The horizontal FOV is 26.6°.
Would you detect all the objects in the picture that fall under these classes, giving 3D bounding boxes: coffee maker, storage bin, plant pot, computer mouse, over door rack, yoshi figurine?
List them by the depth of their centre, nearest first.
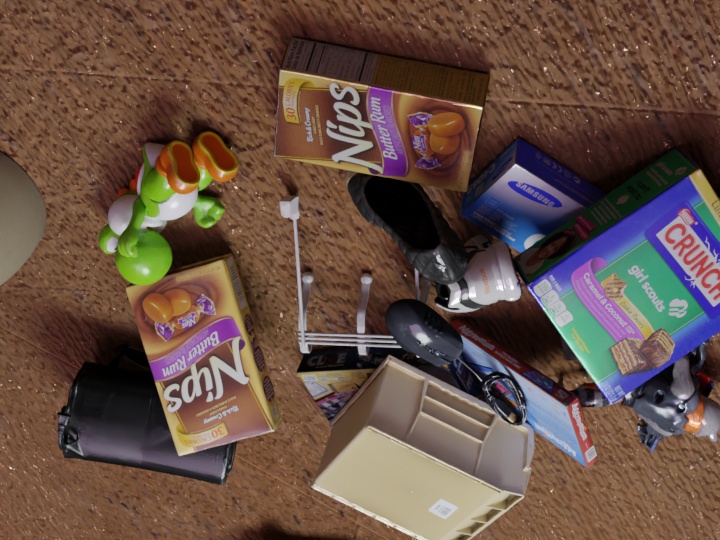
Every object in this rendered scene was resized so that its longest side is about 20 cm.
[{"bbox_3d":[-0.207,-0.053,1.614,0.112,0.112,0.200,29,137,-21],"label":"yoshi figurine"},{"bbox_3d":[0.104,0.103,1.633,0.200,0.034,0.059,40,122,-11],"label":"computer mouse"},{"bbox_3d":[0.000,0.000,1.654,0.148,0.067,0.200,1,122,11],"label":"over door rack"},{"bbox_3d":[-0.464,-0.035,1.677,0.200,0.135,0.200,8,136,7],"label":"plant pot"},{"bbox_3d":[0.071,0.216,1.740,0.198,0.094,0.200,26,146,-7],"label":"storage bin"},{"bbox_3d":[-0.245,0.190,1.810,0.200,0.192,0.135,9,115,0],"label":"coffee maker"}]

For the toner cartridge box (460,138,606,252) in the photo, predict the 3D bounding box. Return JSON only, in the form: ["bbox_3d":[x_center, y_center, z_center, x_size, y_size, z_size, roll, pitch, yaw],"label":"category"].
[{"bbox_3d":[0.210,-0.046,1.561,0.200,0.043,0.095,30,133,-17],"label":"toner cartridge box"}]

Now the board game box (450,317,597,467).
[{"bbox_3d":[0.177,0.132,1.677,0.200,0.019,0.103,35,155,45],"label":"board game box"}]

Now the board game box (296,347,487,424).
[{"bbox_3d":[0.042,0.146,1.786,0.200,0.035,0.136,-5,134,29],"label":"board game box"}]

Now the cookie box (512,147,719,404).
[{"bbox_3d":[0.279,0.005,1.504,0.200,0.075,0.171,-35,115,6],"label":"cookie box"}]

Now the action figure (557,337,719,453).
[{"bbox_3d":[0.310,0.152,1.699,0.193,0.105,0.200,15,134,14],"label":"action figure"}]

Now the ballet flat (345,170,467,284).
[{"bbox_3d":[0.045,-0.061,1.504,0.066,0.200,0.057,-33,138,-9],"label":"ballet flat"}]

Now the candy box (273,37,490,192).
[{"bbox_3d":[0.018,-0.151,1.495,0.200,0.057,0.117,12,137,4],"label":"candy box"}]

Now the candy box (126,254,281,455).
[{"bbox_3d":[-0.173,0.094,1.699,0.117,0.056,0.200,-16,97,10],"label":"candy box"}]

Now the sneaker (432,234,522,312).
[{"bbox_3d":[0.106,0.006,1.556,0.080,0.200,0.074,-17,89,-5],"label":"sneaker"}]
